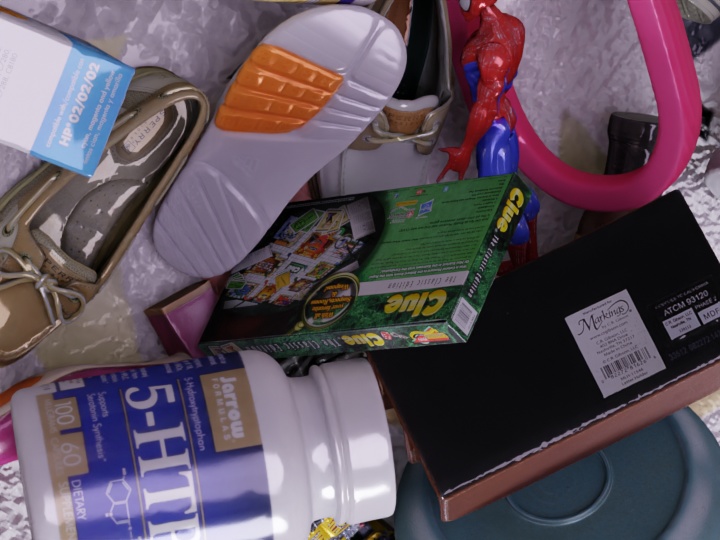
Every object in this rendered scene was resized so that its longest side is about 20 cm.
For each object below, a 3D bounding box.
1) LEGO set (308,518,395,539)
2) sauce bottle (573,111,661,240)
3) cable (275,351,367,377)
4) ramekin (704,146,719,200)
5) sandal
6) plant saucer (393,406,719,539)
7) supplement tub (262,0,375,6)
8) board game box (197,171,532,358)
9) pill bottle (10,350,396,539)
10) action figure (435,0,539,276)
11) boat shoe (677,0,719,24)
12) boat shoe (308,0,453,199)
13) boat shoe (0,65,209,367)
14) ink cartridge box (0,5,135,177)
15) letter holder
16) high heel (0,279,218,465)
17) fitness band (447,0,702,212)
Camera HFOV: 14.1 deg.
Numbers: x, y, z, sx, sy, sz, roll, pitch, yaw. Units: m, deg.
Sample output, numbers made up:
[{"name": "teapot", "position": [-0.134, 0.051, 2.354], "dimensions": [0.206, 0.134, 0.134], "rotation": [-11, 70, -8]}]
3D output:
[{"name": "LEGO set", "position": [-0.053, 0.187, 1.711], "dimensions": [0.199, 0.116, 0.154], "rotation": [-31, 110, -11]}, {"name": "sauce bottle", "position": [0.158, 0.004, 1.779], "dimensions": [0.064, 0.065, 0.202], "rotation": [4, 98, -21]}, {"name": "cable", "position": [-0.020, 0.049, 1.687], "dimensions": [0.199, 0.050, 0.098], "rotation": [-33, 132, -25]}, {"name": "ramekin", "position": [0.317, -0.064, 1.755], "dimensions": [0.201, 0.202, 0.095], "rotation": [25, 81, -23]}, {"name": "sandal", "position": [-0.053, -0.085, 1.671], "dimensions": [0.079, 0.059, 0.207], "rotation": [34, 119, -16]}, {"name": "plant saucer", "position": [0.115, 0.127, 1.686], "dimensions": [0.199, 0.200, 0.028], "rotation": [-27, 138, -12]}, {"name": "supplement tub", "position": [-0.079, -0.222, 1.598], "dimensions": [0.199, 0.145, 0.147], "rotation": [1, 101, -21]}, {"name": "board game box", "position": [0.000, 0.000, 1.634], "dimensions": [0.023, 0.199, 0.105], "rotation": [47, 55, -31]}, {"name": "pill bottle", "position": [-0.086, 0.108, 1.601], "dimensions": [0.199, 0.120, 0.121], "rotation": [-10, 105, -8]}, {"name": "action figure", "position": [0.077, -0.078, 1.690], "dimensions": [0.051, 0.065, 0.201], "rotation": [5, 118, 18]}, {"name": "boat shoe", "position": [0.153, -0.223, 1.724], "dimensions": [0.200, 0.075, 0.062], "rotation": [35, 84, -28]}, {"name": "boat shoe", "position": [0.013, -0.097, 1.700], "dimensions": [0.074, 0.068, 0.202], "rotation": [-5, 104, -21]}, {"name": "boat shoe", "position": [-0.159, -0.028, 1.655], "dimensions": [0.073, 0.063, 0.201], "rotation": [42, 86, -22]}, {"name": "ink cartridge box", "position": [-0.235, -0.124, 1.579], "dimensions": [0.199, 0.115, 0.068], "rotation": [21, 94, -23]}, {"name": "letter holder", "position": [0.115, 0.059, 1.666], "dimensions": [0.199, 0.142, 0.101], "rotation": [-26, 74, -5]}, {"name": "high heel", "position": [-0.147, 0.092, 1.686], "dimensions": [0.199, 0.067, 0.096], "rotation": [-32, 100, -25]}, {"name": "fitness band", "position": [0.122, -0.127, 1.698], "dimensions": [0.037, 0.143, 0.201], "rotation": [-41, 118, -49]}]
